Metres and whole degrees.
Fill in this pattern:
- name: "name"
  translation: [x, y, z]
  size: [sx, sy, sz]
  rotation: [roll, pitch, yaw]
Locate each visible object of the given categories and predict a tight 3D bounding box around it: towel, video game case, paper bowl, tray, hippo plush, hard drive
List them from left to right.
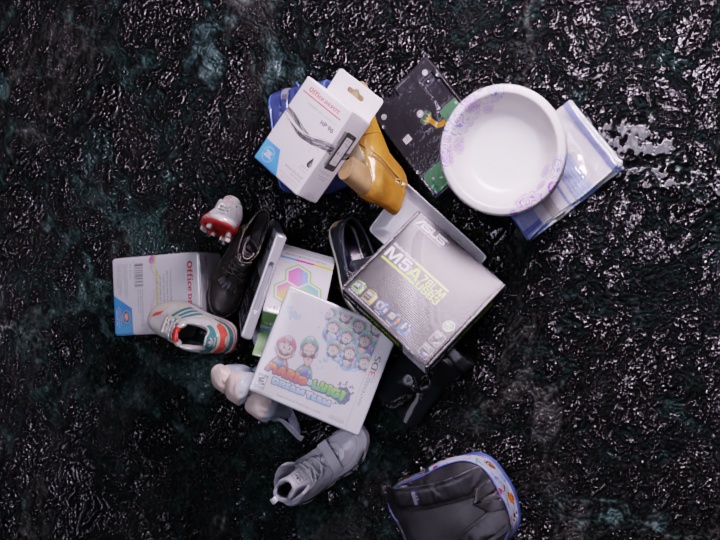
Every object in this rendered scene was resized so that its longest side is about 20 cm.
- name: "video game case"
  translation: [-0.173, 0.012, 1.740]
  size: [0.023, 0.200, 0.185]
  rotation: [19, 97, -11]
- name: "hippo plush"
  translation: [-0.143, 0.174, 1.713]
  size: [0.198, 0.159, 0.162]
  rotation: [33, 86, -5]
- name: "video game case"
  translation: [-0.061, 0.148, 1.632]
  size: [0.197, 0.024, 0.185]
  rotation: [22, 85, 1]
- name: "tray"
  translation: [0.116, -0.047, 1.700]
  size: [0.200, 0.022, 0.108]
  rotation: [44, 104, 19]
- name: "hard drive"
  translation: [0.125, -0.242, 1.695]
  size: [0.139, 0.038, 0.201]
  rotation: [-42, 72, 17]
- name: "paper bowl"
  translation: [0.230, -0.188, 1.579]
  size: [0.197, 0.104, 0.205]
  rotation: [0, 92, 14]
- name: "towel"
  translation: [0.310, -0.163, 1.620]
  size: [0.199, 0.024, 0.148]
  rotation: [-39, 73, 17]

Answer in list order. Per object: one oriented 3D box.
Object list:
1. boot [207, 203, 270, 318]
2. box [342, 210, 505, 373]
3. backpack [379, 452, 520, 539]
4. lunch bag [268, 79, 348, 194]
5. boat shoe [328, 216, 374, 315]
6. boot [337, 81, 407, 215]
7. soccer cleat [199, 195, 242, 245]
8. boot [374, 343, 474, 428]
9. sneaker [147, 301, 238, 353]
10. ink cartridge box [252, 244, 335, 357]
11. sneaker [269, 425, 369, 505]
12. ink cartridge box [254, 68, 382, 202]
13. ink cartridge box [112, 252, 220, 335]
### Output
- name: "boot"
  translation: [-0.214, -0.015, 1.746]
  size: [0.068, 0.174, 0.203]
  rotation: [21, 82, -10]
- name: "box"
  translation: [0.102, 0.033, 1.621]
  size: [0.193, 0.048, 0.200]
  rotation: [-43, 71, -13]
- name: "backpack"
  translation: [0.161, 0.389, 1.593]
  size: [0.189, 0.153, 0.202]
  rotation: [-31, 82, 27]
- name: "lunch bag"
  translation: [-0.088, -0.234, 1.734]
  size: [0.130, 0.135, 0.204]
  rotation: [-11, 80, 21]
- name: "boat shoe"
  translation: [0.000, 0.000, 1.716]
  size: [0.062, 0.074, 0.203]
  rotation: [-39, 66, 56]
- name: "boot"
  translation: [0.024, -0.204, 1.684]
  size: [0.070, 0.143, 0.205]
  rotation: [-16, 59, 38]
- name: "soccer cleat"
  translation: [-0.243, -0.096, 1.775]
  size: [0.068, 0.200, 0.086]
  rotation: [24, 84, -5]
- name: "boot"
  translation: [0.073, 0.145, 1.680]
  size: [0.168, 0.076, 0.201]
  rotation: [-44, 78, 12]
- name: "sneaker"
  translation: [-0.314, 0.099, 1.746]
  size: [0.197, 0.093, 0.072]
  rotation: [16, 96, 29]
- name: "ink cartridge box"
  translation: [-0.113, 0.059, 1.699]
  size: [0.102, 0.060, 0.202]
  rotation: [15, 53, -4]
- name: "sneaker"
  translation: [-0.072, 0.341, 1.715]
  size: [0.200, 0.115, 0.076]
  rotation: [-43, 73, 16]
- name: "ink cartridge box"
  translation: [-0.068, -0.228, 1.608]
  size: [0.116, 0.068, 0.201]
  rotation: [40, 100, 28]
- name: "ink cartridge box"
  translation: [-0.361, 0.045, 1.869]
  size: [0.197, 0.084, 0.148]
  rotation: [-4, 87, 24]
